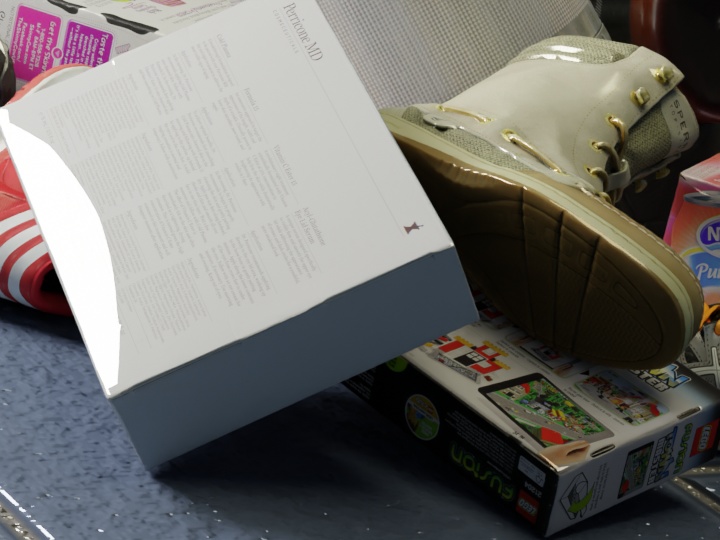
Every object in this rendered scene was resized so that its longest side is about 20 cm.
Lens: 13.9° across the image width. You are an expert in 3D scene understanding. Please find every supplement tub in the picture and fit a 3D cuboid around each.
[{"bbox_3d":[0.136,-0.133,1.579,0.107,0.107,0.200,1,3,-33],"label":"supplement tub"}]

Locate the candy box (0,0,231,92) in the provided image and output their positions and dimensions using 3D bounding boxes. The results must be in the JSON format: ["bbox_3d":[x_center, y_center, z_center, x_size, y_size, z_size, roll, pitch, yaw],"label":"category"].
[{"bbox_3d":[-0.134,-0.125,1.580,0.200,0.061,0.136,18,18,19],"label":"candy box"}]

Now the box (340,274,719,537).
[{"bbox_3d":[0.050,0.034,1.280,0.110,0.035,0.200,-19,42,-39],"label":"box"}]

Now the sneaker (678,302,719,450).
[{"bbox_3d":[0.175,0.042,1.350,0.200,0.077,0.078,13,19,5],"label":"sneaker"}]

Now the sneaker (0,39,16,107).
[{"bbox_3d":[-0.271,-0.105,1.518,0.200,0.074,0.079,11,26,17],"label":"sneaker"}]

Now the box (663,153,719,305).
[{"bbox_3d":[0.223,-0.007,1.489,0.095,0.103,0.200,19,18,21],"label":"box"}]

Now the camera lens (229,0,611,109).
[{"bbox_3d":[0.033,-0.120,1.471,0.160,0.200,0.160,-27,11,6],"label":"camera lens"}]

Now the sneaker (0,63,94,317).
[{"bbox_3d":[-0.130,-0.026,1.383,0.115,0.078,0.200,26,33,13],"label":"sneaker"}]

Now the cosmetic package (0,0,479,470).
[{"bbox_3d":[-0.056,-0.025,1.236,0.151,0.052,0.200,-25,43,-2],"label":"cosmetic package"}]

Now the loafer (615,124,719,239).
[{"bbox_3d":[0.151,-0.040,1.577,0.200,0.072,0.063,-25,8,-31],"label":"loafer"}]

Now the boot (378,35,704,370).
[{"bbox_3d":[0.105,-0.038,1.304,0.200,0.072,0.155,30,40,35],"label":"boot"}]
